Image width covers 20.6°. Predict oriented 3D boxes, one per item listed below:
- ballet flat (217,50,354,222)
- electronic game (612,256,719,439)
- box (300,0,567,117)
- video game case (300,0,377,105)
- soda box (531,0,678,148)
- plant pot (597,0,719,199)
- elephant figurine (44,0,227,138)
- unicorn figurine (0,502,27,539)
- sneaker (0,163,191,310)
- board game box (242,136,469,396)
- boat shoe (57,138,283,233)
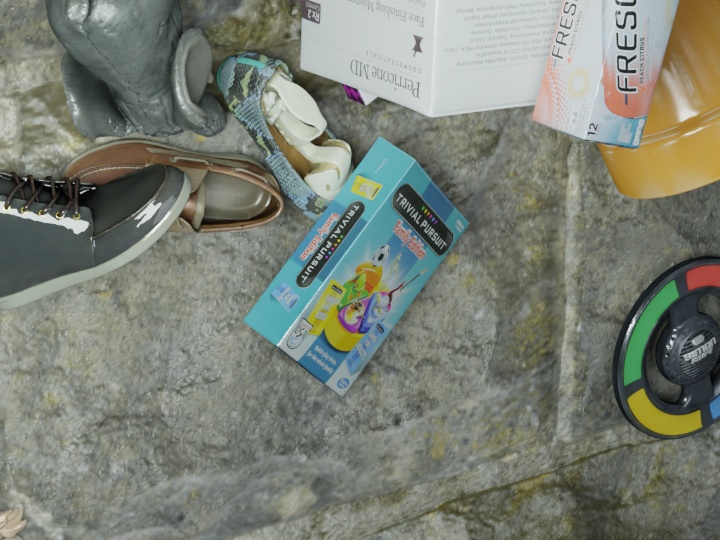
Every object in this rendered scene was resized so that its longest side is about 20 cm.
[{"bbox_3d":[-0.048,-0.108,1.696,0.074,0.074,0.200,-48,128,-8],"label":"ballet flat"},{"bbox_3d":[0.342,0.081,2.051,0.200,0.042,0.201,-12,115,-29],"label":"electronic game"},{"bbox_3d":[0.084,-0.216,1.617,0.200,0.199,0.131,-10,111,-32],"label":"box"},{"bbox_3d":[0.025,-0.273,1.705,0.181,0.036,0.200,-39,125,-17],"label":"video game case"},{"bbox_3d":[0.199,-0.199,1.532,0.063,0.068,0.201,5,104,-37],"label":"soda box"},{"bbox_3d":[0.290,-0.195,1.829,0.200,0.200,0.184,-34,108,-18],"label":"plant pot"},{"bbox_3d":[-0.165,-0.158,1.558,0.155,0.141,0.200,-32,119,-26],"label":"elephant figurine"},{"bbox_3d":[-0.340,0.296,1.659,0.137,0.074,0.201,9,71,-37],"label":"unicorn figurine"},{"bbox_3d":[-0.237,-0.049,1.556,0.200,0.075,0.106,-27,123,15],"label":"sneaker"},{"bbox_3d":[0.000,0.000,1.756,0.200,0.047,0.151,-53,151,-4],"label":"board game box"},{"bbox_3d":[-0.154,-0.066,1.645,0.200,0.072,0.076,-4,110,-29],"label":"boat shoe"}]
